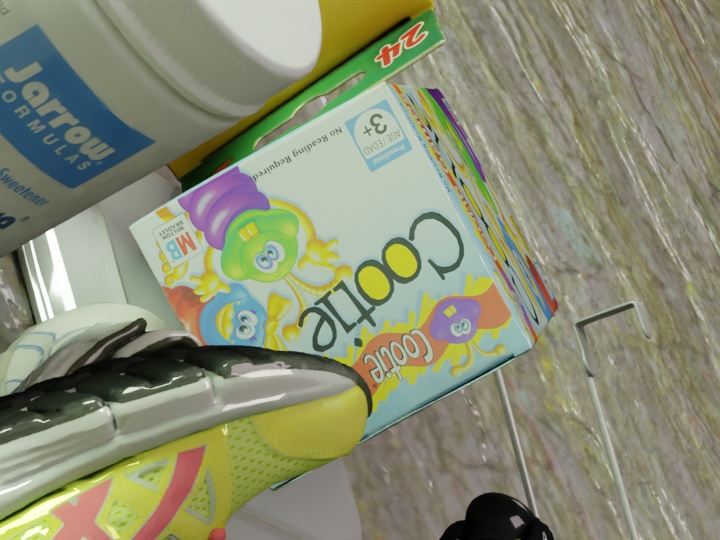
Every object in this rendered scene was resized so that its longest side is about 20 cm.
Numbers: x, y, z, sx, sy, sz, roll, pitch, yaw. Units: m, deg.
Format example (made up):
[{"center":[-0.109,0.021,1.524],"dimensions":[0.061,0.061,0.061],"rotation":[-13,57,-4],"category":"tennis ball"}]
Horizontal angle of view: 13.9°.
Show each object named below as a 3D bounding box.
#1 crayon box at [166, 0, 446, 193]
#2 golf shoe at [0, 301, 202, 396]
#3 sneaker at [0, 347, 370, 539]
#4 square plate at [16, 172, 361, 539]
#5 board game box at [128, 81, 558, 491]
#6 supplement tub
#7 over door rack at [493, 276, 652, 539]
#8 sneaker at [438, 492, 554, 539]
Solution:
[{"center":[-0.042,-0.116,1.189],"dimensions":[0.051,0.127,0.200],"rotation":[51,11,-29],"category":"crayon box"},{"center":[-0.077,0.049,0.941],"dimensions":[0.078,0.097,0.200],"rotation":[50,22,-8],"category":"golf shoe"},{"center":[-0.083,0.081,0.796],"dimensions":[0.078,0.199,0.091],"rotation":[-1,-71,69],"category":"sneaker"},{"center":[-0.061,0.036,1.127],"dimensions":[0.198,0.028,0.201],"rotation":[31,35,-56],"category":"square plate"},{"center":[0.000,0.000,1.073],"dimensions":[0.103,0.105,0.200],"rotation":[61,7,0],"category":"board game box"},{"center":[-0.126,-0.063,0.822],"dimensions":[0.132,0.200,0.132],"rotation":[51,22,-29],"category":"supplement tub"},{"center":[0.087,0.109,1.324],"dimensions":[0.148,0.066,0.201],"rotation":[11,74,-67],"category":"over door rack"},{"center":[0.039,0.128,1.153],"dimensions":[0.200,0.071,0.083],"rotation":[-2,99,-82],"category":"sneaker"}]
